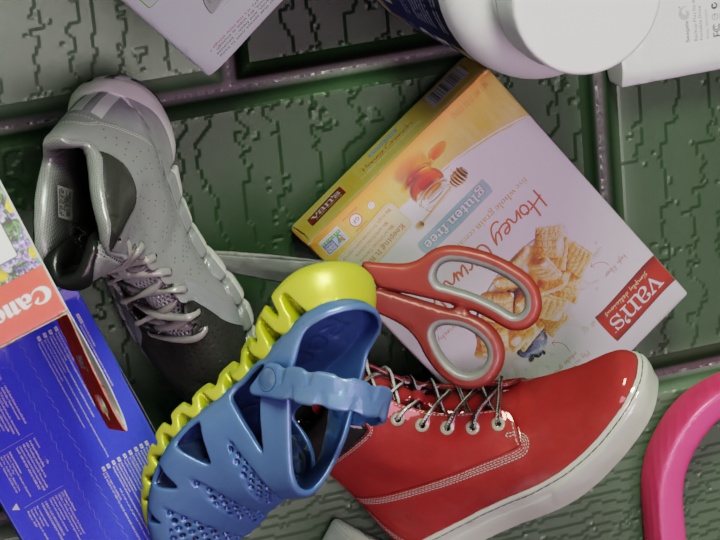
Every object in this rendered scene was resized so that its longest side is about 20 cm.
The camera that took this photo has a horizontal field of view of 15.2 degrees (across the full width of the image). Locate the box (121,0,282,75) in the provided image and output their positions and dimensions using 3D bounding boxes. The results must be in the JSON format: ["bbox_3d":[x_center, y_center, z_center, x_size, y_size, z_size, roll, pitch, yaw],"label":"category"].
[{"bbox_3d":[-0.070,-0.223,1.358,0.200,0.097,0.176,-49,154,2],"label":"box"}]

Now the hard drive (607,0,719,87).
[{"bbox_3d":[0.234,-0.189,1.570,0.200,0.026,0.132,-12,110,-17],"label":"hard drive"}]

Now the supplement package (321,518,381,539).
[{"bbox_3d":[0.054,0.249,1.584,0.200,0.117,0.117,26,96,-25],"label":"supplement package"}]

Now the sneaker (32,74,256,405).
[{"bbox_3d":[-0.126,0.005,1.439,0.075,0.116,0.200,-15,108,25],"label":"sneaker"}]

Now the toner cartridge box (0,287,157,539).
[{"bbox_3d":[-0.161,0.104,1.501,0.095,0.043,0.200,-30,114,-11],"label":"toner cartridge box"}]

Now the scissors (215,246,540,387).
[{"bbox_3d":[0.000,0.000,1.487,0.200,0.014,0.073,24,100,9],"label":"scissors"}]

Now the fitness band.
[{"bbox_3d":[0.245,0.157,1.673,0.143,0.037,0.200,-14,109,-16],"label":"fitness band"}]

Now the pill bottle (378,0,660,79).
[{"bbox_3d":[0.079,-0.163,1.424,0.111,0.200,0.111,-6,108,-18],"label":"pill bottle"}]

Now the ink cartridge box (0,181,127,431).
[{"bbox_3d":[-0.190,0.004,1.389,0.050,0.109,0.200,-28,92,-10],"label":"ink cartridge box"}]

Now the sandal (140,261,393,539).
[{"bbox_3d":[-0.049,0.092,1.450,0.079,0.087,0.200,12,123,-39],"label":"sandal"}]

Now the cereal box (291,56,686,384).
[{"bbox_3d":[0.077,-0.005,1.558,0.144,0.040,0.200,-45,115,-1],"label":"cereal box"}]

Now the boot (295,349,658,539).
[{"bbox_3d":[0.056,0.076,1.519,0.200,0.072,0.144,-33,116,31],"label":"boot"}]
